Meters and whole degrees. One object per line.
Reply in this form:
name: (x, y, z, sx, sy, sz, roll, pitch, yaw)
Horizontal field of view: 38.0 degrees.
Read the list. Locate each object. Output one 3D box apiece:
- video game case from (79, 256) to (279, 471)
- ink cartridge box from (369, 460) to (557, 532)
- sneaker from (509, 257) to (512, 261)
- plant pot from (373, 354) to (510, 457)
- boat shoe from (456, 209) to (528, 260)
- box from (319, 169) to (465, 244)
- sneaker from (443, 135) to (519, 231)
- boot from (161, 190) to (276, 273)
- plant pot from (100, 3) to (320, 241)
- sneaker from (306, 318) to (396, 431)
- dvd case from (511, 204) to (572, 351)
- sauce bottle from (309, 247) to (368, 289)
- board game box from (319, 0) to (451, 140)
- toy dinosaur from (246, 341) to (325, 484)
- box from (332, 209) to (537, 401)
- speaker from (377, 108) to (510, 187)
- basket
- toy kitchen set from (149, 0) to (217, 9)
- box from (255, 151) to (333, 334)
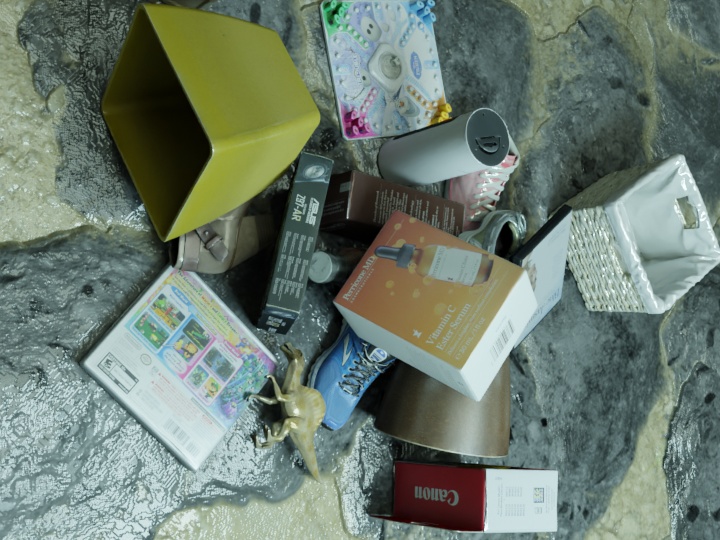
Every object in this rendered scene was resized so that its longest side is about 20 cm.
video game case: (-0.219, 0.116, 1.301, 0.200, 0.024, 0.182, 49, 61, -19)
ink cartridge box: (0.136, 0.304, 1.414, 0.175, 0.200, 0.084, 9, 79, -34)
sneaker: (0.202, 0.017, 1.584, 0.200, 0.080, 0.084, -32, 146, -43)
plant pot: (0.127, 0.131, 1.415, 0.186, 0.187, 0.201, 11, 90, -33)
boat shoe: (0.200, -0.041, 1.498, 0.202, 0.064, 0.075, -23, 112, -57)
box: (0.039, -0.076, 1.453, 0.199, 0.100, 0.075, 16, 76, -32)
sneaker: (0.183, -0.127, 1.556, 0.075, 0.104, 0.202, 4, 84, -36)
boot: (-0.191, -0.095, 1.313, 0.146, 0.070, 0.201, -11, 77, -28)
plant pot: (-0.167, -0.181, 1.228, 0.176, 0.200, 0.201, -16, 70, -34)
sneaker: (-0.004, 0.121, 1.407, 0.078, 0.089, 0.201, 34, 69, -26)
dvd case: (0.268, 0.014, 1.578, 0.143, 0.017, 0.201, -42, 147, -32)
sauce bottle: (0.000, 0.000, 1.399, 0.200, 0.066, 0.066, 10, 78, -56)
board game box: (0.044, -0.298, 1.526, 0.199, 0.026, 0.201, -10, 91, -35)
toy dinosaur: (-0.087, 0.197, 1.342, 0.101, 0.058, 0.201, -15, 98, -30)
box: (0.095, 0.042, 1.313, 0.153, 0.199, 0.106, -56, 151, -14)
speaker: (0.114, -0.165, 1.452, 0.081, 0.200, 0.082, 4, 82, -34)
basket: (0.443, -0.053, 1.691, 0.200, 0.160, 0.199, -33, 103, -33)
toy kitchen set: (-0.234, -0.448, 1.268, 0.199, 0.163, 0.181, 23, 72, -31)
box: (-0.086, -0.030, 1.325, 0.043, 0.160, 0.201, 14, 75, -7)
